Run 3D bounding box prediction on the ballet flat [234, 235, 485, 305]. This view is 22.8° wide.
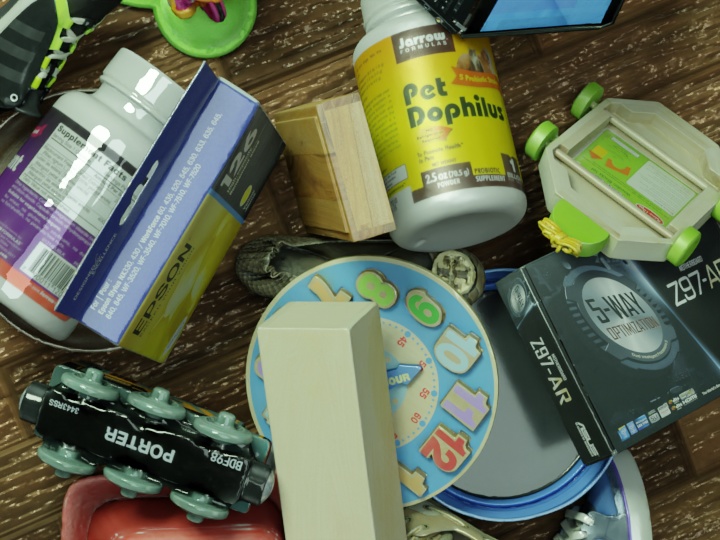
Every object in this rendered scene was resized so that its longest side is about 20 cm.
[{"bbox_3d":[0.000,0.000,1.396,0.198,0.046,0.068,6,73,0],"label":"ballet flat"}]

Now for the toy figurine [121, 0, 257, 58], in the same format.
[{"bbox_3d":[-0.135,-0.253,1.306,0.149,0.184,0.201,-31,99,-8],"label":"toy figurine"}]

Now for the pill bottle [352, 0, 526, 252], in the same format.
[{"bbox_3d":[0.056,-0.124,1.372,0.108,0.109,0.202,-9,74,-11],"label":"pill bottle"}]

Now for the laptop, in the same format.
[{"bbox_3d":[0.106,-0.265,1.350,0.200,0.103,0.178,42,40,-10],"label":"laptop"}]

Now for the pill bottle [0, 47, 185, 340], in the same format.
[{"bbox_3d":[-0.202,-0.059,1.309,0.111,0.111,0.201,38,85,-11],"label":"pill bottle"}]

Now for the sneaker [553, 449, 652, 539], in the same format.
[{"bbox_3d":[0.155,0.246,1.443,0.145,0.081,0.202,-1,90,-8],"label":"sneaker"}]

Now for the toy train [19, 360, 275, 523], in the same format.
[{"bbox_3d":[-0.155,0.125,1.339,0.198,0.114,0.086,18,95,4],"label":"toy train"}]

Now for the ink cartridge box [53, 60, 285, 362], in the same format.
[{"bbox_3d":[-0.128,-0.035,1.281,0.047,0.200,0.199,30,87,7],"label":"ink cartridge box"}]

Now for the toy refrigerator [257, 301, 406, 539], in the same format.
[{"bbox_3d":[-0.018,0.127,1.336,0.075,0.070,0.202,-1,107,22],"label":"toy refrigerator"}]

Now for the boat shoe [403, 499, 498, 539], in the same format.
[{"bbox_3d":[0.052,0.218,1.402,0.199,0.065,0.073,23,85,12],"label":"boat shoe"}]

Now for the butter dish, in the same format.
[{"bbox_3d":[-0.126,0.259,1.353,0.198,0.148,0.202,0,92,-11],"label":"butter dish"}]

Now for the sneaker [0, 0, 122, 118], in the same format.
[{"bbox_3d":[-0.241,-0.154,1.323,0.199,0.072,0.083,-29,78,21],"label":"sneaker"}]

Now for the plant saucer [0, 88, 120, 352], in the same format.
[{"bbox_3d":[-0.208,-0.038,1.380,0.198,0.032,0.202,0,93,-11],"label":"plant saucer"}]

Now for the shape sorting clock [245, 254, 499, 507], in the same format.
[{"bbox_3d":[0.008,0.088,1.373,0.198,0.039,0.202,2,103,7],"label":"shape sorting clock"}]

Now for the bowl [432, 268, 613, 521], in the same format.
[{"bbox_3d":[0.114,0.100,1.434,0.199,0.039,0.203,0,87,-4],"label":"bowl"}]

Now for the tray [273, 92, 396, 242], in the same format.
[{"bbox_3d":[-0.023,-0.076,1.329,0.037,0.200,0.100,-16,96,-9],"label":"tray"}]

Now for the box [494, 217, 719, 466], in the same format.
[{"bbox_3d":[0.224,0.041,1.414,0.199,0.043,0.161,-23,84,-31],"label":"box"}]

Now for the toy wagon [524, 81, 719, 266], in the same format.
[{"bbox_3d":[0.202,-0.064,1.401,0.155,0.040,0.200,38,52,17],"label":"toy wagon"}]
